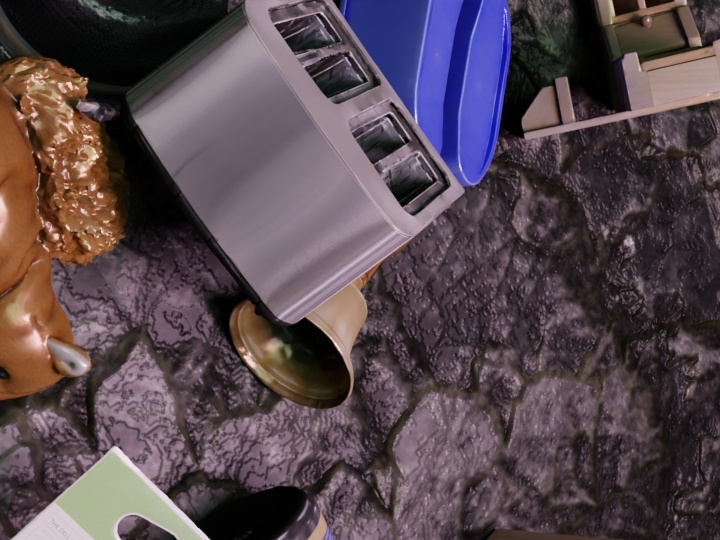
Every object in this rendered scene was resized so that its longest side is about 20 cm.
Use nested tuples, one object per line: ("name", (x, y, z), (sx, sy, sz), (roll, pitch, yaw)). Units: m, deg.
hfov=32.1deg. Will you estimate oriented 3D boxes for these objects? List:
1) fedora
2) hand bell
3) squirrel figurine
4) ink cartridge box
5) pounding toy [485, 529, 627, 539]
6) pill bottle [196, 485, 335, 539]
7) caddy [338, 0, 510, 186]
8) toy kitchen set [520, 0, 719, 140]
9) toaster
("fedora", (-0.162, -0.189, 0.834), (0.200, 0.092, 0.201), (2, 87, -33))
("hand bell", (0.000, 0.000, 0.949), (0.104, 0.104, 0.200), (55, 50, -18))
("squirrel figurine", (-0.215, -0.022, 0.769), (0.200, 0.141, 0.187), (-39, 114, -26))
("ink cartridge box", (-0.185, 0.218, 0.788), (0.200, 0.048, 0.146), (-43, 111, -7))
("pounding toy", (0.146, 0.311, 0.936), (0.184, 0.200, 0.142), (-37, 107, -35))
("pill bottle", (-0.042, 0.263, 0.879), (0.112, 0.112, 0.200), (-33, 105, -30))
("caddy", (0.036, -0.151, 0.960), (0.141, 0.105, 0.200), (23, 73, -53))
("toy kitchen set", (0.198, -0.212, 1.042), (0.163, 0.200, 0.181), (-13, 96, 8))
("toaster", (-0.043, -0.077, 0.803), (0.181, 0.119, 0.200), (54, 25, -2))
